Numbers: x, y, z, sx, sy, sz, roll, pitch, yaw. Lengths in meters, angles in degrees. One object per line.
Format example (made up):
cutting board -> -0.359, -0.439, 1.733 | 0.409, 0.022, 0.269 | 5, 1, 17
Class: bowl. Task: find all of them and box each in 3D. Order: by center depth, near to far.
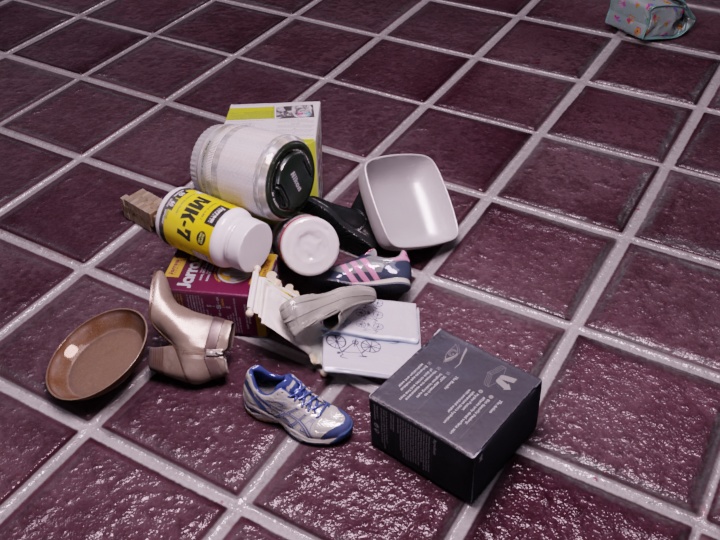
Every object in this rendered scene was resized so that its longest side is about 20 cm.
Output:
bowl -> 0.087, -0.130, 1.777 | 0.199, 0.075, 0.200 | -10, 76, -36

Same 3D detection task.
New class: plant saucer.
plant saucer -> -0.451, 0.152, 1.532 | 0.200, 0.037, 0.201 | -16, 41, 14

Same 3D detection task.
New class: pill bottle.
pill bottle -> -0.267, -0.073, 1.610 | 0.199, 0.115, 0.114 | 21, 45, 28
pill bottle -> -0.114, -0.055, 1.698 | 0.110, 0.111, 0.200 | -12, 10, -12

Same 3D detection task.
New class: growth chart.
growth chart -> -0.122, 0.083, 1.560 | 0.200, 0.018, 0.145 | 39, 32, -18

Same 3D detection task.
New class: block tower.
block tower -> -0.423, -0.111, 1.871 | 0.200, 0.054, 0.058 | 26, 46, 29

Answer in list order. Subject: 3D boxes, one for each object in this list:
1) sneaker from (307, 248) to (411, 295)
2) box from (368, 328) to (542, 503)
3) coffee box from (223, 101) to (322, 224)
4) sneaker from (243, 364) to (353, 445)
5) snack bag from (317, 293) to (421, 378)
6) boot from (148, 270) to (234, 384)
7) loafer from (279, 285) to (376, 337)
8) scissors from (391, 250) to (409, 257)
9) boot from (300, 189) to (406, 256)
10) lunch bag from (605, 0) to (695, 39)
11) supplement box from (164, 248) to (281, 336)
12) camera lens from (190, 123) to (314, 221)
sneaker -> 0.000, 0.000, 1.684 | 0.199, 0.070, 0.082 | 2, 68, 8
box -> 0.149, 0.224, 1.391 | 0.200, 0.118, 0.197 | 26, 47, 31
coffee box -> -0.183, -0.228, 1.875 | 0.199, 0.200, 0.198 | -1, 33, 1
sneaker -> -0.107, 0.217, 1.434 | 0.199, 0.088, 0.075 | 15, 41, 18
snack bag -> 0.019, 0.119, 1.573 | 0.188, 0.021, 0.200 | 8, 39, -6
boot -> -0.293, 0.098, 1.537 | 0.146, 0.070, 0.201 | -2, 83, 5
loafer -> -0.052, 0.072, 1.551 | 0.199, 0.070, 0.070 | -12, 79, -35
scissors -> 0.064, -0.013, 1.767 | 0.200, 0.014, 0.073 | -24, 42, -26
boot -> -0.011, -0.128, 1.819 | 0.198, 0.073, 0.163 | 33, 53, -1
lunch bag -> 0.841, -0.743, 2.533 | 0.199, 0.122, 0.170 | -13, 38, -25
supplement box -> -0.258, 0.038, 1.645 | 0.199, 0.103, 0.131 | 4, 40, 8
camera lens -> -0.198, -0.187, 1.652 | 0.199, 0.160, 0.160 | 17, 43, 31
